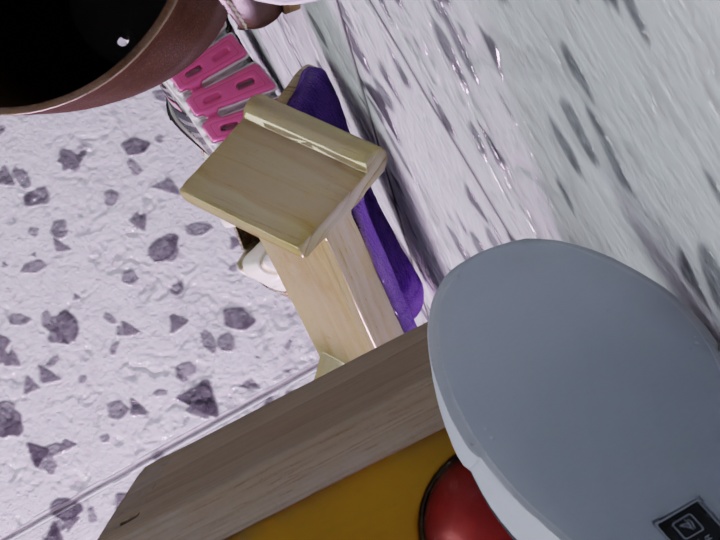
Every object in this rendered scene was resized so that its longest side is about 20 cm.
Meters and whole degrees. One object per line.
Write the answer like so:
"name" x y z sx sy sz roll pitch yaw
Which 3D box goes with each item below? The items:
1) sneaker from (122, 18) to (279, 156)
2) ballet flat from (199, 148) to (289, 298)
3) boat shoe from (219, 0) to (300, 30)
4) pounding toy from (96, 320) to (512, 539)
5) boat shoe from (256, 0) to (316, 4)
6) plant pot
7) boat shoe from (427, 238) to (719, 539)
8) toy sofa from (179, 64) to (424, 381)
"sneaker" -0.109 -0.140 1.688 0.200 0.074 0.087 56 170 9
"ballet flat" -0.078 -0.043 1.960 0.201 0.068 0.075 65 -147 -18
"boat shoe" -0.087 -0.175 1.132 0.070 0.070 0.200 56 175 48
"pounding toy" 0.049 0.122 0.796 0.201 0.184 0.142 62 -171 -6
"boat shoe" -0.041 -0.159 0.723 0.200 0.071 0.070 60 -154 -47
"plant pot" -0.135 -0.157 1.316 0.187 0.187 0.200 61 -169 12
"boat shoe" 0.079 0.075 0.647 0.199 0.073 0.068 48 155 36
"toy sofa" 0.000 0.000 1.297 0.083 0.098 0.200 27 155 36
